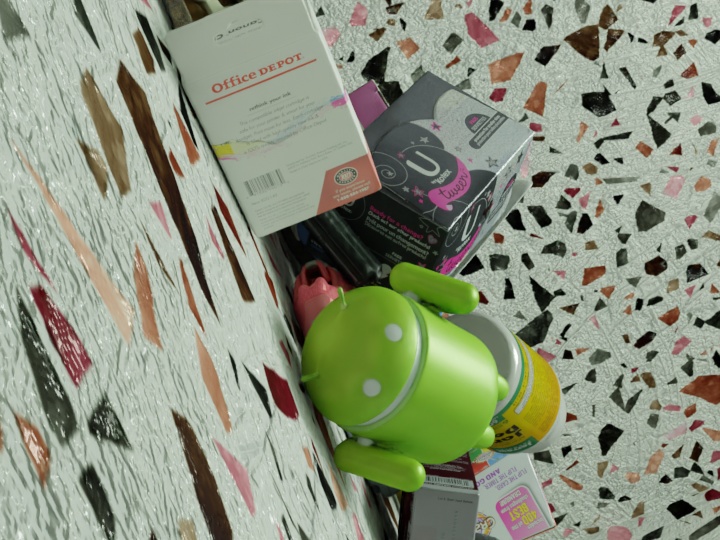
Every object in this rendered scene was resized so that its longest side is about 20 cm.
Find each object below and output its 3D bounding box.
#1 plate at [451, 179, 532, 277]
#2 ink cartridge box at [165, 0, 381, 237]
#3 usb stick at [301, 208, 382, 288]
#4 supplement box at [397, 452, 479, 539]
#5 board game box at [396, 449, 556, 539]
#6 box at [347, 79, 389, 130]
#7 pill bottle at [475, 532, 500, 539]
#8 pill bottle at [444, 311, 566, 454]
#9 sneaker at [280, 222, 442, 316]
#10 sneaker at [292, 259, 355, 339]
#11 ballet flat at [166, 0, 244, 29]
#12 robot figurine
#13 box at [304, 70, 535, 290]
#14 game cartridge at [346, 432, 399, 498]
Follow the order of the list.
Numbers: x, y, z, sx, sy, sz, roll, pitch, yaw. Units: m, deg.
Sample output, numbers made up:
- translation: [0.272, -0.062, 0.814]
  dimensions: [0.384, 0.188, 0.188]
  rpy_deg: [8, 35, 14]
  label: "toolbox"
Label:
- translation: [0.094, -0.024, 1.539]
  dimensions: [0.032, 0.200, 0.200]
  rpy_deg: [42, -6, -4]
  label: "plate"
- translation: [-0.071, -0.138, 1.128]
  dimensions: [0.068, 0.115, 0.201]
  rpy_deg: [-106, 175, -52]
  label: "ink cartridge box"
- translation: [-0.051, -0.065, 1.242]
  dimensions: [0.200, 0.033, 0.055]
  rpy_deg: [50, 1, 1]
  label: "usb stick"
- translation: [0.070, 0.227, 1.314]
  dimensions: [0.200, 0.060, 0.110]
  rpy_deg: [-84, 180, -83]
  label: "supplement box"
- translation: [0.108, 0.214, 1.545]
  dimensions: [0.040, 0.151, 0.202]
  rpy_deg: [134, -64, -76]
  label: "board game box"
- translation: [0.001, -0.089, 1.539]
  dimensions: [0.177, 0.096, 0.200]
  rpy_deg: [58, -12, -1]
  label: "box"
- translation: [0.114, 0.329, 1.336]
  dimensions: [0.200, 0.105, 0.107]
  rpy_deg: [-87, 156, -83]
  label: "pill bottle"
- translation: [0.141, 0.124, 1.439]
  dimensions: [0.200, 0.112, 0.114]
  rpy_deg: [37, 29, -58]
  label: "pill bottle"
- translation: [0.000, 0.000, 1.415]
  dimensions: [0.200, 0.077, 0.076]
  rpy_deg: [43, 8, -2]
  label: "sneaker"
- translation: [-0.022, 0.027, 1.281]
  dimensions: [0.200, 0.073, 0.088]
  rpy_deg: [-88, 155, -82]
  label: "sneaker"
- translation: [-0.124, -0.220, 1.150]
  dimensions: [0.067, 0.068, 0.201]
  rpy_deg: [-2, -58, 56]
  label: "ballet flat"
- translation: [0.033, 0.086, 1.148]
  dimensions: [0.115, 0.177, 0.199]
  rpy_deg: [8, -16, 48]
  label: "robot figurine"
- translation: [0.059, -0.077, 1.327]
  dimensions: [0.200, 0.131, 0.115]
  rpy_deg: [-47, 162, -45]
  label: "box"
- translation: [-0.002, 0.119, 1.388]
  dimensions: [0.200, 0.041, 0.134]
  rpy_deg: [-103, 168, -68]
  label: "game cartridge"
